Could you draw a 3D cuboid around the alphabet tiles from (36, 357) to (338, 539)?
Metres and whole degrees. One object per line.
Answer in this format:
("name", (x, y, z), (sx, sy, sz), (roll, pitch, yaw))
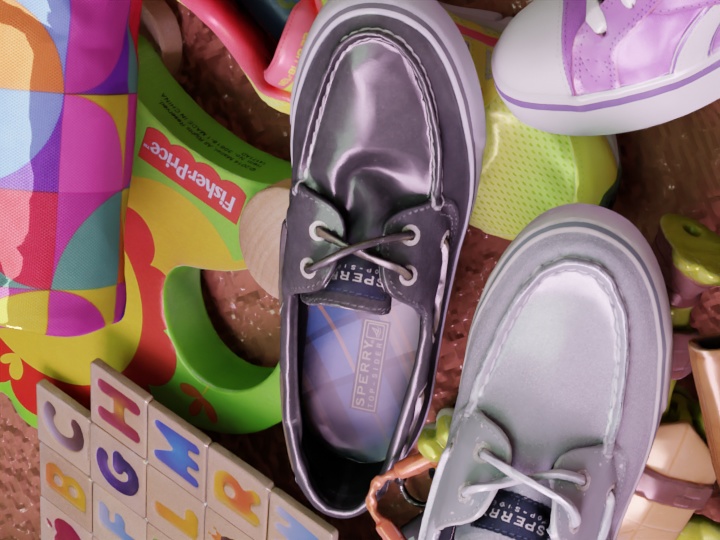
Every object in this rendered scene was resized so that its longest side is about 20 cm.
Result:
("alphabet tiles", (-0.064, 0.131, 0.947), (0.200, 0.006, 0.167), (33, 137, 29))

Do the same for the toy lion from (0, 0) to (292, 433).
("toy lion", (-0.092, -0.003, 0.941), (0.200, 0.069, 0.192), (34, 125, 19))

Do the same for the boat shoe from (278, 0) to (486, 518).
("boat shoe", (0.000, 0.000, 0.804), (0.070, 0.066, 0.201), (11, 123, 3))

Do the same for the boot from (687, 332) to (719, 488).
("boot", (0.132, 0.119, 0.774), (0.187, 0.069, 0.201), (-10, 109, -3))

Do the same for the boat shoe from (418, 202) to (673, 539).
("boat shoe", (0.057, 0.080, 0.760), (0.070, 0.072, 0.202), (14, 109, 6))

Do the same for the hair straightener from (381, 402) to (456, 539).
("hair straightener", (0.031, 0.083, 0.897), (0.077, 0.041, 0.200), (47, 122, 11))

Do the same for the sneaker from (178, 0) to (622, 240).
("sneaker", (0.004, -0.071, 0.841), (0.200, 0.090, 0.078), (36, 117, 16))

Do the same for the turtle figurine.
("turtle figurine", (0.116, 0.068, 0.825), (0.199, 0.064, 0.162), (25, 111, -6))

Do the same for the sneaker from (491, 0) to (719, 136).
("sneaker", (0.113, -0.121, 0.745), (0.200, 0.073, 0.114), (-22, 133, 25))

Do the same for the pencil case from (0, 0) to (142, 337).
("pencil case", (-0.118, -0.073, 0.837), (0.088, 0.088, 0.201), (12, 101, 28))
